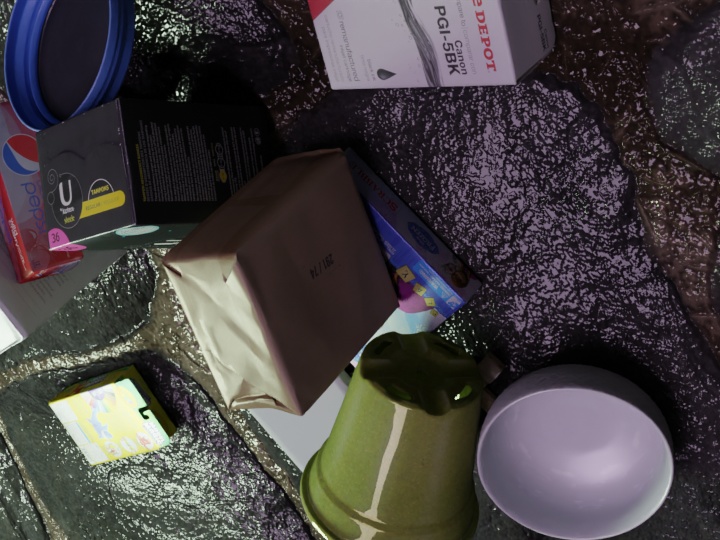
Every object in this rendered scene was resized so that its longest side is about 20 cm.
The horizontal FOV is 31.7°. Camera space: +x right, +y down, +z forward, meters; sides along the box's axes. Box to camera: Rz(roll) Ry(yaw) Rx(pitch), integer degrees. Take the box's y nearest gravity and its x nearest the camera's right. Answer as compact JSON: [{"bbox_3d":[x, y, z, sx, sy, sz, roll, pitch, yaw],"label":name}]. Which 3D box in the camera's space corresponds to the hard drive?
[{"bbox_3d":[-0.047,0.176,1.496,0.131,0.027,0.200,-32,105,30],"label":"hard drive"}]

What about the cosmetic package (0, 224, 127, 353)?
[{"bbox_3d":[-0.435,-0.010,1.567,0.167,0.200,0.167,-28,104,45],"label":"cosmetic package"}]

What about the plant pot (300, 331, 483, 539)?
[{"bbox_3d":[0.047,0.172,1.328,0.199,0.200,0.186,25,125,19],"label":"plant pot"}]

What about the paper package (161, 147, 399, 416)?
[{"bbox_3d":[-0.071,0.012,1.255,0.103,0.200,0.192,-2,121,38],"label":"paper package"}]

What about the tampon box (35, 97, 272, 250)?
[{"bbox_3d":[-0.207,-0.094,1.310,0.149,0.199,0.128,-13,84,42],"label":"tampon box"}]

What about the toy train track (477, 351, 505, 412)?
[{"bbox_3d":[0.098,0.156,1.419,0.114,0.033,0.200,41,138,3],"label":"toy train track"}]

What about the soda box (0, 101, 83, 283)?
[{"bbox_3d":[-0.388,-0.093,1.468,0.063,0.069,0.202,-25,83,57],"label":"soda box"}]

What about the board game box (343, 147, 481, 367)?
[{"bbox_3d":[0.000,0.000,1.367,0.200,0.041,0.200,45,137,0],"label":"board game box"}]

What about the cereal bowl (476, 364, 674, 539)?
[{"bbox_3d":[0.218,0.173,1.287,0.197,0.084,0.202,6,124,9],"label":"cereal bowl"}]

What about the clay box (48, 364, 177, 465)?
[{"bbox_3d":[-0.339,0.202,1.768,0.199,0.048,0.116,-18,109,42],"label":"clay box"}]

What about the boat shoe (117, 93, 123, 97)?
[{"bbox_3d":[-0.307,-0.180,1.440,0.198,0.072,0.066,2,119,43],"label":"boat shoe"}]

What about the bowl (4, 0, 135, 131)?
[{"bbox_3d":[-0.307,-0.243,1.339,0.199,0.039,0.204,-8,79,42],"label":"bowl"}]

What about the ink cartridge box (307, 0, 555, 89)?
[{"bbox_3d":[0.055,-0.242,1.112,0.198,0.083,0.148,4,123,35],"label":"ink cartridge box"}]
